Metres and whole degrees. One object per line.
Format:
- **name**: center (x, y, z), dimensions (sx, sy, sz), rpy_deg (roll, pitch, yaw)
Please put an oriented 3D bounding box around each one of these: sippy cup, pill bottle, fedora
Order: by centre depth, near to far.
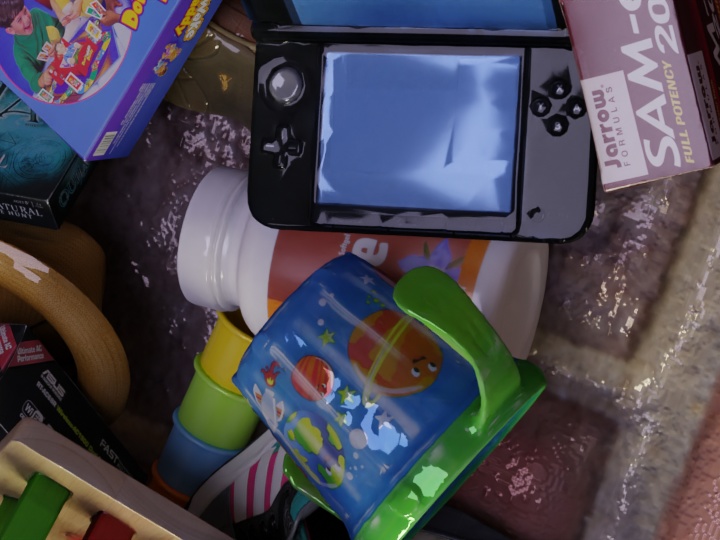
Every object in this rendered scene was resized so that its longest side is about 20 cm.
- **sippy cup**: center (0.008, 0.066, 1.168), dimensions (0.130, 0.140, 0.178), rpy_deg (42, 107, 9)
- **pill bottle**: center (0.000, 0.000, 1.277), dimensions (0.199, 0.112, 0.113), rpy_deg (13, 104, 19)
- **fedora**: center (-0.215, 0.017, 1.363), dimensions (0.200, 0.082, 0.201), rpy_deg (20, 144, 15)

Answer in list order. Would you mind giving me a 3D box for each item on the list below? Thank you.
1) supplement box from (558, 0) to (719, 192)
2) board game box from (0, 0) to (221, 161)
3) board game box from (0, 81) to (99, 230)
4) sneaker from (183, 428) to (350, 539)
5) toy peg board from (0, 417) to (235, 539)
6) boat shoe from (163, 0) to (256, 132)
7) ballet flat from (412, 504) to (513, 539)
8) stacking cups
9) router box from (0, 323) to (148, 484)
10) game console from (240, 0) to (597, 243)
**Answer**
- **supplement box**: center (0.165, -0.110, 1.143), dimensions (0.061, 0.200, 0.109), rpy_deg (-13, 95, 23)
- **board game box**: center (-0.143, -0.183, 1.261), dimensions (0.134, 0.045, 0.200), rpy_deg (42, 113, 18)
- **board game box**: center (-0.248, -0.096, 1.354), dimensions (0.199, 0.136, 0.028), rpy_deg (10, 141, 19)
- **sneaker**: center (-0.038, 0.162, 1.310), dimensions (0.083, 0.121, 0.200), rpy_deg (32, 111, -29)
- **toy peg board**: center (-0.161, 0.204, 1.293), dimensions (0.199, 0.098, 0.200), rpy_deg (33, 149, -11)
- **boat shoe**: center (-0.077, -0.134, 1.311), dimensions (0.199, 0.068, 0.072), rpy_deg (28, 132, 14)
- **ballet flat**: center (0.064, 0.185, 1.309), dimensions (0.199, 0.073, 0.073), rpy_deg (18, 106, 18)
- **stacking cups**: center (-0.098, 0.113, 1.374), dimensions (0.060, 0.060, 0.201), rpy_deg (32, 115, 14)
- **router box**: center (-0.251, 0.101, 1.362), dimensions (0.199, 0.062, 0.150), rpy_deg (1, 139, 34)
- **game console**: center (0.020, -0.106, 1.160), dimensions (0.199, 0.118, 0.172), rpy_deg (3, 89, 19)
